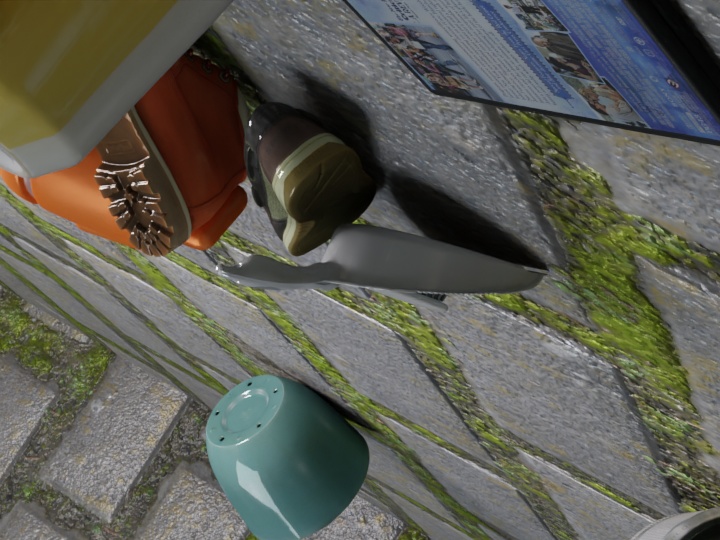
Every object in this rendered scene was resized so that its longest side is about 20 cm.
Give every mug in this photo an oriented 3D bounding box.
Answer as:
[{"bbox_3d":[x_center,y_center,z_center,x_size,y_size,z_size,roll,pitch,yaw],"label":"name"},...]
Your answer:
[{"bbox_3d":[-0.173,-0.143,0.846,0.149,0.153,0.187,23,164,44],"label":"mug"}]

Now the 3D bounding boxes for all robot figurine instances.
[{"bbox_3d":[-0.178,-0.086,1.171,0.199,0.117,0.144,22,174,16],"label":"robot figurine"}]

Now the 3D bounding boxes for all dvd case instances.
[{"bbox_3d":[0.058,-0.111,0.695,0.200,0.018,0.143,18,162,50],"label":"dvd case"}]

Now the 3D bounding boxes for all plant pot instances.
[{"bbox_3d":[-0.112,0.237,2.192,0.200,0.201,0.161,17,150,53],"label":"plant pot"}]

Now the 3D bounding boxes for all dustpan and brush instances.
[{"bbox_3d":[0.000,0.000,1.040,0.199,0.057,0.139,16,177,-31],"label":"dustpan and brush"}]

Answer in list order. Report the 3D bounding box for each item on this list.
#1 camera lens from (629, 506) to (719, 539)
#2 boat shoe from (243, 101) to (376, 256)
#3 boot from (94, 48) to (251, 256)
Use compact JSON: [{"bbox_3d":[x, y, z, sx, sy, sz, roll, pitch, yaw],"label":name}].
[{"bbox_3d":[0.287,0.275,1.322,0.160,0.160,0.200,32,169,3],"label":"camera lens"},{"bbox_3d":[-0.037,-0.062,1.048,0.066,0.072,0.201,53,176,9],"label":"boat shoe"},{"bbox_3d":[-0.131,-0.121,1.026,0.075,0.107,0.201,9,127,47],"label":"boot"}]
